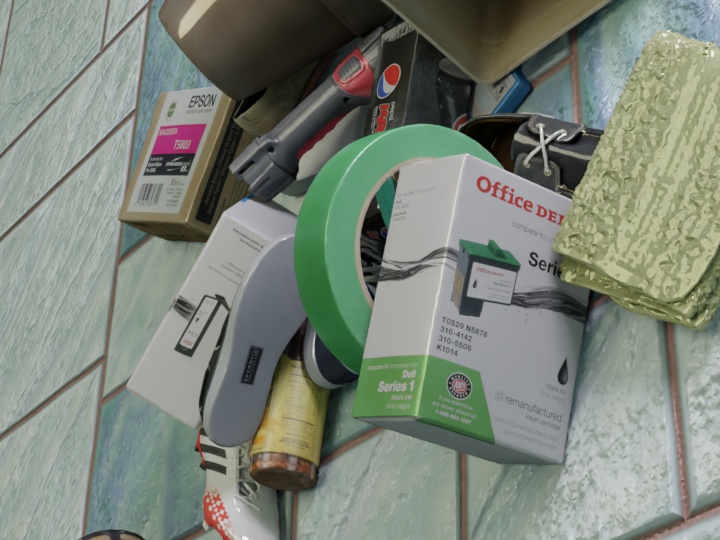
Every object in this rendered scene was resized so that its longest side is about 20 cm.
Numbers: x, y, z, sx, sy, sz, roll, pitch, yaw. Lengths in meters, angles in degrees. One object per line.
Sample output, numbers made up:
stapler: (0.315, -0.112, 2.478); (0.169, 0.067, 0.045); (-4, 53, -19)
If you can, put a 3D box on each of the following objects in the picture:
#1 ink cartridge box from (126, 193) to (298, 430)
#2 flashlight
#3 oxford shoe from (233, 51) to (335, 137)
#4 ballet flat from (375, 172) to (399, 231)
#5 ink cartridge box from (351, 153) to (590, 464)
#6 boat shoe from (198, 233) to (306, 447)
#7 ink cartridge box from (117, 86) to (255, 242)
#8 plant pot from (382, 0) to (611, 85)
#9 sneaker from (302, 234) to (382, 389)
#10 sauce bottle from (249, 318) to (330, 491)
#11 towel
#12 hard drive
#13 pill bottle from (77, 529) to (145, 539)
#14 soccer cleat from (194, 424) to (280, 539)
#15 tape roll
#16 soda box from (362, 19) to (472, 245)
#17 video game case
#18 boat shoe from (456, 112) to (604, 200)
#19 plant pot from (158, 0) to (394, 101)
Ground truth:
ink cartridge box: (-0.130, 0.036, 1.571); (0.200, 0.084, 0.146); (-60, -1, 15)
flashlight: (-0.032, -0.147, 1.567); (0.200, 0.068, 0.068); (-42, 5, 15)
oxford shoe: (-0.073, -0.227, 1.670); (0.070, 0.075, 0.201); (-6, 64, 56)
ballet flat: (0.062, 0.001, 1.334); (0.068, 0.068, 0.201); (17, 119, 63)
ink cartridge box: (0.089, 0.030, 1.206); (0.084, 0.146, 0.201); (-8, 67, 54)
boat shoe: (-0.098, 0.058, 1.448); (0.057, 0.068, 0.201); (31, 100, 63)
ink cartridge box: (-0.181, -0.118, 1.822); (0.200, 0.075, 0.165); (4, 74, 59)
plant pot: (0.116, -0.318, 1.372); (0.200, 0.200, 0.177); (-32, 33, 37)
sneaker: (0.000, 0.000, 1.445); (0.108, 0.070, 0.201); (-21, 64, 56)
sauce bottle: (-0.058, 0.099, 1.488); (0.066, 0.066, 0.201); (-26, 47, 48)
towel: (0.224, -0.066, 1.149); (0.148, 0.036, 0.201); (25, 94, 44)
hard drive: (-0.023, -0.182, 1.661); (0.132, 0.027, 0.201); (-15, 57, 53)
pill bottle: (-0.221, 0.340, 1.534); (0.112, 0.112, 0.200); (-60, 30, 12)
soccer cleat: (-0.108, 0.186, 1.506); (0.085, 0.068, 0.200); (-59, 26, 21)
tape roll: (0.045, -0.011, 1.262); (0.048, 0.200, 0.201); (-9, 62, 55)
soda box: (0.047, -0.121, 1.426); (0.063, 0.071, 0.201); (-22, 52, 52)
video game case: (0.070, -0.127, 1.485); (0.200, 0.018, 0.143); (-53, 33, 23)
boat shoe: (0.149, -0.086, 1.280); (0.200, 0.067, 0.072); (21, 88, 56)
plant pot: (-0.095, -0.265, 1.576); (0.173, 0.200, 0.200); (-41, 35, 9)
